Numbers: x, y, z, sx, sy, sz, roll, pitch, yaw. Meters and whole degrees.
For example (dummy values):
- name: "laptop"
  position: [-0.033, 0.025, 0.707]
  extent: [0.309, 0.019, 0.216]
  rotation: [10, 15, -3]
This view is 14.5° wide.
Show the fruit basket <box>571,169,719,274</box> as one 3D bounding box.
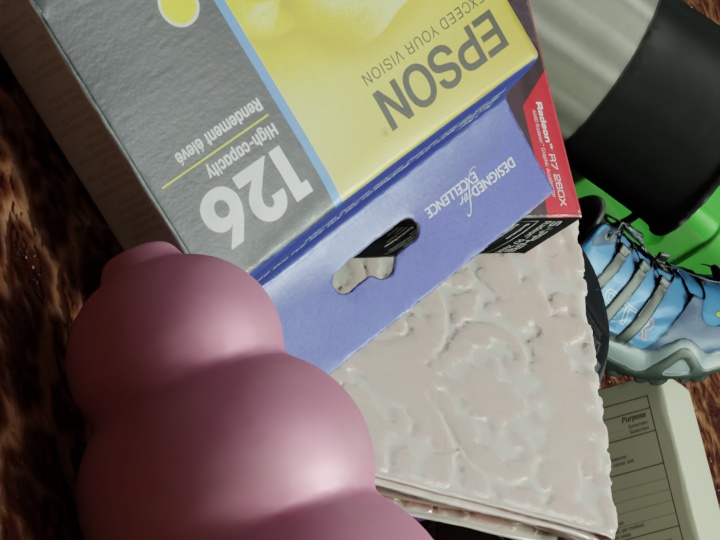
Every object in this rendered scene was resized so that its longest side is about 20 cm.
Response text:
- name: "fruit basket"
  position: [0.197, -0.028, 1.732]
  extent: [0.216, 0.155, 0.216]
  rotation: [43, 28, -30]

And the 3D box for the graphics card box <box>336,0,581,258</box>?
- name: "graphics card box"
  position: [-0.010, -0.069, 1.166]
  extent: [0.199, 0.051, 0.126]
  rotation: [-2, 72, -34]

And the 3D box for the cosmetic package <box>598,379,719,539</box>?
- name: "cosmetic package"
  position: [0.141, 0.165, 1.473]
  extent: [0.073, 0.103, 0.201]
  rotation: [29, 47, -66]

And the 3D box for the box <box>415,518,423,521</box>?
- name: "box"
  position: [0.000, 0.000, 1.311]
  extent: [0.137, 0.039, 0.201]
  rotation: [49, 29, -52]

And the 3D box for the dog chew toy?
- name: "dog chew toy"
  position: [-0.043, 0.085, 0.985]
  extent: [0.201, 0.124, 0.124]
  rotation: [67, 17, 11]

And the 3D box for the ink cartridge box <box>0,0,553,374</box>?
- name: "ink cartridge box"
  position: [-0.022, -0.072, 1.092]
  extent: [0.198, 0.047, 0.200]
  rotation: [-38, 100, -35]

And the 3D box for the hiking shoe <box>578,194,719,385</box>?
- name: "hiking shoe"
  position: [0.130, 0.007, 1.436]
  extent: [0.074, 0.199, 0.087]
  rotation: [41, -53, 55]

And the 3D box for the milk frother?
- name: "milk frother"
  position: [0.089, -0.074, 1.519]
  extent: [0.188, 0.180, 0.200]
  rotation: [33, 61, -8]

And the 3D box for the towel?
- name: "towel"
  position: [0.012, 0.018, 1.185]
  extent: [0.190, 0.032, 0.201]
  rotation: [16, 46, -22]

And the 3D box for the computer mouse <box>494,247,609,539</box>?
- name: "computer mouse"
  position: [0.062, 0.043, 1.314]
  extent: [0.139, 0.053, 0.200]
  rotation: [59, 29, -15]

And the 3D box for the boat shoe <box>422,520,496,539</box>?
- name: "boat shoe"
  position: [0.057, 0.160, 1.302]
  extent: [0.202, 0.074, 0.075]
  rotation: [-42, 132, -69]
